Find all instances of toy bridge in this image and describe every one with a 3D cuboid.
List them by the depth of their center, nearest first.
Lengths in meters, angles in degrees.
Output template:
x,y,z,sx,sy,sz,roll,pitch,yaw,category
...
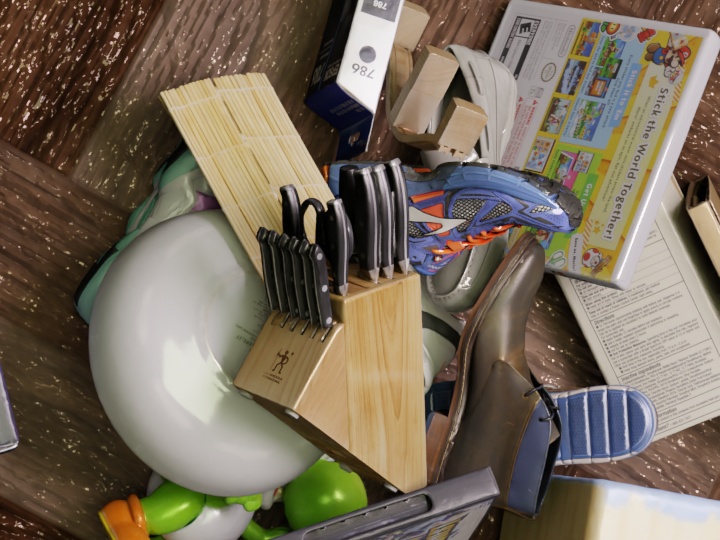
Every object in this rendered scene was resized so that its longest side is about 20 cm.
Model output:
x,y,z,sx,sy,sz,roll,pitch,yaw,category
0.044,-0.128,1.506,0.027,0.200,0.067,18,113,-22,toy bridge

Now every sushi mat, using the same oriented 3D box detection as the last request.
x,y,z,sx,sy,sz,roll,pitch,yaw,category
-0.059,-0.050,1.437,0.095,0.012,0.200,-14,66,-38,sushi mat

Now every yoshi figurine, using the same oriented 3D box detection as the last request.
x,y,z,sx,sy,sz,roll,pitch,yaw,category
-0.077,0.175,1.491,0.199,0.112,0.112,-27,102,-17,yoshi figurine

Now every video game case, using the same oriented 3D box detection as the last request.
x,y,z,sx,sy,sz,roll,pitch,yaw,category
-0.005,0.196,1.452,0.180,0.200,0.026,-17,73,-12,video game case
0.152,-0.097,1.545,0.023,0.182,0.201,35,74,-51,video game case

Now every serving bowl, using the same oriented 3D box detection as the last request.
x,y,z,sx,sy,sz,roll,pitch,yaw,category
-0.080,0.048,1.420,0.199,0.066,0.201,9,70,-27,serving bowl

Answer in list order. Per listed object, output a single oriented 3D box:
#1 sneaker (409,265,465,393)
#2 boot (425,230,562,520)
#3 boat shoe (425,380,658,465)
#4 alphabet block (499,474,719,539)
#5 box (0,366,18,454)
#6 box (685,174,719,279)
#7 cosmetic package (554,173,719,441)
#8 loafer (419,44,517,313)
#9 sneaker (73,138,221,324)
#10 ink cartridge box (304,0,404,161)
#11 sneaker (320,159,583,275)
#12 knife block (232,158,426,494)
x,y,z,sx,sy,sz,roll,pitch,yaw,category
0.000,0.000,1.548,0.080,0.074,0.200,-36,92,-43,sneaker
0.114,0.078,1.484,0.097,0.075,0.201,24,102,14,boot
0.121,0.119,1.551,0.199,0.072,0.073,1,85,15,boat shoe
0.206,0.260,1.514,0.194,0.196,0.201,11,84,-13,alphabet block
-0.308,0.035,1.410,0.104,0.148,0.201,-14,90,-16,box
0.296,0.029,1.577,0.021,0.163,0.201,-26,94,12,box
0.216,0.018,1.575,0.105,0.071,0.201,-23,94,22,cosmetic package
0.069,-0.068,1.524,0.070,0.070,0.201,27,59,-42,loafer
-0.098,-0.015,1.514,0.140,0.078,0.200,36,87,-12,sneaker
0.001,-0.180,1.535,0.039,0.099,0.201,15,81,-14,ink cartridge box
0.063,-0.035,1.454,0.075,0.199,0.079,1,92,-57,sneaker
0.004,0.029,1.370,0.200,0.064,0.176,41,75,-43,knife block
